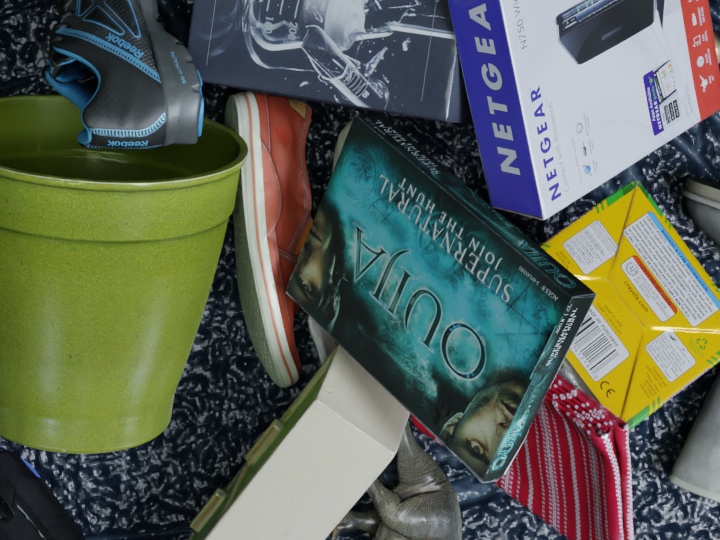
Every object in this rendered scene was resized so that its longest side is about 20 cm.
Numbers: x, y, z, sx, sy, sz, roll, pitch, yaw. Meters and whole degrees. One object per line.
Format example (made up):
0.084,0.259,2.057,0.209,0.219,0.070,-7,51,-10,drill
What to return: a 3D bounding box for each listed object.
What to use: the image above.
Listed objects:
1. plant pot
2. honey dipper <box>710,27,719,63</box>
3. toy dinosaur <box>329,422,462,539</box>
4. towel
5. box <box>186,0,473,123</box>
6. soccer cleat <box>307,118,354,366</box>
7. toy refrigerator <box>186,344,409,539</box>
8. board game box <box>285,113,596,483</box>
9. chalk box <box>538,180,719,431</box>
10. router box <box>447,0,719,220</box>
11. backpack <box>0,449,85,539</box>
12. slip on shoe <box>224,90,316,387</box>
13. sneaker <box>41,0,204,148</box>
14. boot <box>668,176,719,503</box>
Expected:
-0.178,0.006,1.206,0.198,0.201,0.195,5,109,-3,plant pot
0.197,-0.228,1.215,0.038,0.038,0.202,-20,101,0,honey dipper
0.031,0.189,1.291,0.101,0.077,0.202,8,76,-16,toy dinosaur
0.094,0.099,1.175,0.022,0.200,0.146,-34,137,-24,towel
0.000,-0.206,1.190,0.180,0.104,0.202,10,97,17,box
0.000,0.000,1.244,0.077,0.069,0.202,-15,109,-40,soccer cleat
-0.051,0.148,1.235,0.070,0.076,0.200,34,119,-6,toy refrigerator
0.042,0.014,1.137,0.200,0.028,0.136,42,122,34,board game box
0.137,0.055,1.218,0.123,0.200,0.125,-33,82,-24,chalk box
0.138,-0.160,1.154,0.179,0.049,0.202,-32,120,-32,router box
-0.255,0.234,1.224,0.146,0.183,0.201,-30,88,22,backpack
-0.052,-0.021,1.257,0.061,0.074,0.202,-6,97,-15,slip on shoe
-0.167,-0.157,1.185,0.081,0.201,0.074,-13,142,-23,sneaker
0.262,0.057,1.284,0.181,0.073,0.201,27,102,-3,boot
